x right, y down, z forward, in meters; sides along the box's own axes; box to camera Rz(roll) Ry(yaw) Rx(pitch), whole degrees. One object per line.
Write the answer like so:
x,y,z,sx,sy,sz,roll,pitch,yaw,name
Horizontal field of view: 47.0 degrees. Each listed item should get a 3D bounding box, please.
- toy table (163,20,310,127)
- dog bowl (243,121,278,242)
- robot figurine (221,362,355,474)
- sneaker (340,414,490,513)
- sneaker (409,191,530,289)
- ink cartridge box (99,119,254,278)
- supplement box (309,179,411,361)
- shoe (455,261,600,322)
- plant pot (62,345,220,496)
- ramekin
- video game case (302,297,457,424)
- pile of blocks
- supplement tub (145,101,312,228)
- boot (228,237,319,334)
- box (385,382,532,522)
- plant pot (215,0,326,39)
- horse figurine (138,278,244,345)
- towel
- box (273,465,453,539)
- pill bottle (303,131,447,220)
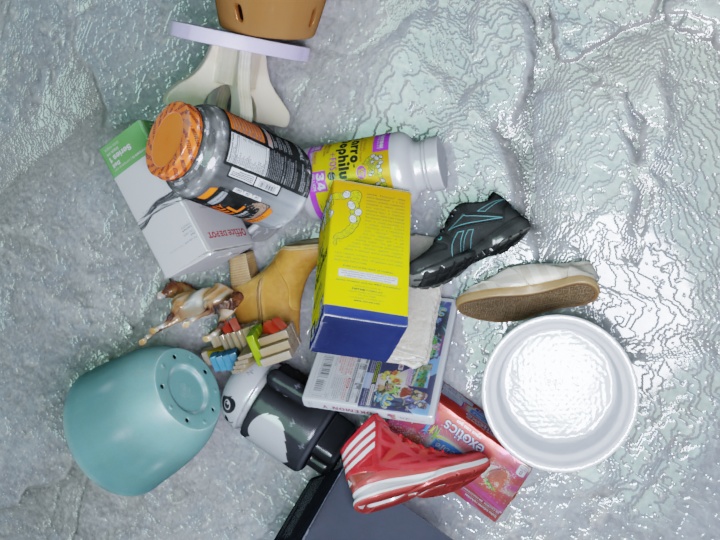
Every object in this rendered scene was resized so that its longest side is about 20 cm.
-0.175,-0.275,1.170,0.197,0.184,0.119,8,105,-16,toy table
-0.198,-0.131,1.239,0.197,0.059,0.203,1,95,15,dog bowl
-0.108,0.211,1.204,0.199,0.125,0.151,33,103,7,robot figurine
0.067,0.228,1.057,0.079,0.198,0.117,-57,47,46,sneaker
0.133,-0.040,1.122,0.198,0.076,0.080,-26,74,-22,sneaker
-0.250,-0.099,1.150,0.084,0.146,0.202,-29,86,19,ink cartridge box
0.000,0.000,1.079,0.108,0.109,0.202,9,59,-9,supplement box
0.228,0.027,1.140,0.197,0.070,0.054,-9,49,20,shoe
-0.300,0.203,1.205,0.160,0.200,0.202,-30,86,27,plant pot
0.264,0.158,1.107,0.197,0.098,0.204,0,90,13,ramekin
0.031,0.112,1.143,0.179,0.202,0.023,6,138,15,video game case
-0.174,0.102,1.187,0.198,0.082,0.063,-12,107,38,pile of blocks
-0.169,-0.137,1.074,0.122,0.199,0.124,-17,64,40,supplement tub
-0.101,0.033,1.226,0.198,0.071,0.146,-10,97,21,boot
0.137,0.239,1.153,0.199,0.100,0.096,34,103,10,box
-0.124,-0.402,1.139,0.197,0.200,0.142,15,114,14,plant pot
-0.239,0.055,1.213,0.198,0.133,0.050,-8,117,32,horse figurine
0.049,0.035,1.150,0.131,0.035,0.202,9,62,13,towel
0.007,0.375,1.119,0.199,0.198,0.124,35,66,-4,box
0.018,-0.135,1.155,0.197,0.104,0.106,-8,92,15,pill bottle
